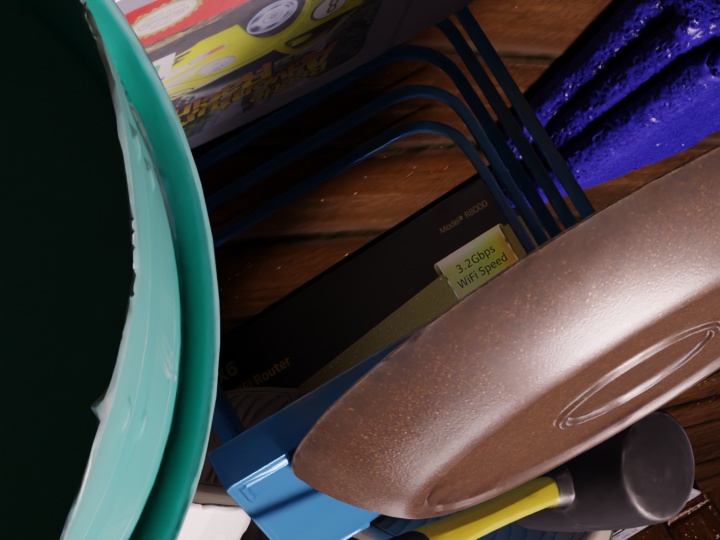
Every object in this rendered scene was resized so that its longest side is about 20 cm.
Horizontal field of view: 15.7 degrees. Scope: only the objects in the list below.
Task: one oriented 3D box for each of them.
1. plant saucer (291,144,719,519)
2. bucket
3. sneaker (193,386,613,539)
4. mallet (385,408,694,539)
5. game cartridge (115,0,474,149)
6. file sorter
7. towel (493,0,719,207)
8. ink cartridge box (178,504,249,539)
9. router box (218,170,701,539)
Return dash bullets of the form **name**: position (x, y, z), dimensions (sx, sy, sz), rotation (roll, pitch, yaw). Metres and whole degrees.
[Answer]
- **plant saucer**: position (0.073, 0.019, 0.753), dimensions (0.200, 0.032, 0.200), rotation (-29, 166, -8)
- **bucket**: position (-0.124, 0.007, 0.459), dimensions (0.207, 0.208, 0.135), rotation (-31, 172, 1)
- **sneaker**: position (0.024, 0.104, 0.997), dimensions (0.199, 0.106, 0.075), rotation (9, -129, 40)
- **mallet**: position (0.017, 0.087, 0.834), dimensions (0.199, 0.041, 0.066), rotation (-18, -174, -34)
- **game cartridge**: position (-0.038, -0.074, 0.694), dimensions (0.199, 0.041, 0.133), rotation (-26, 170, -19)
- **file sorter**: position (0.000, 0.000, 0.854), dimensions (0.138, 0.123, 0.200), rotation (-30, 166, -3)
- **towel**: position (0.159, -0.085, 1.050), dimensions (0.199, 0.050, 0.148), rotation (-20, 163, -37)
- **ink cartridge box**: position (-0.154, 0.117, 0.833), dimensions (0.199, 0.047, 0.161), rotation (10, 118, -40)
- **router box**: position (0.019, 0.077, 1.104), dimensions (0.200, 0.158, 0.052), rotation (-33, 167, 8)
